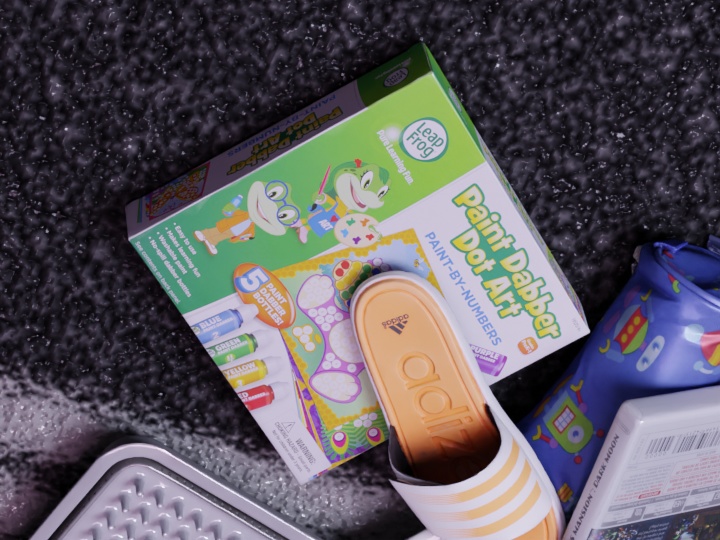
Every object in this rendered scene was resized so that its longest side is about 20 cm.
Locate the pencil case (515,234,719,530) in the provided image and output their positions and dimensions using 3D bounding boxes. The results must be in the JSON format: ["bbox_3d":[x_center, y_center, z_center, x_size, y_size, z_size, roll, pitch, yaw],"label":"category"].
[{"bbox_3d":[0.153,0.069,1.569,0.078,0.087,0.200,-4,133,-56],"label":"pencil case"}]

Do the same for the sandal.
[{"bbox_3d":[0.046,0.100,1.521,0.079,0.059,0.207,-21,112,20],"label":"sandal"}]

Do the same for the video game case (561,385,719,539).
[{"bbox_3d":[0.203,0.139,1.588,0.199,0.023,0.182,-7,130,-36],"label":"video game case"}]

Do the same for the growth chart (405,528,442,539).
[{"bbox_3d":[0.063,0.221,1.652,0.145,0.018,0.200,-37,130,6],"label":"growth chart"}]

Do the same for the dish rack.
[{"bbox_3d":[-0.112,0.191,1.626,0.200,0.044,0.172,33,112,-22],"label":"dish rack"}]

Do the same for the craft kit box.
[{"bbox_3d":[0.000,0.000,1.532,0.197,0.049,0.200,-30,119,7],"label":"craft kit box"}]
